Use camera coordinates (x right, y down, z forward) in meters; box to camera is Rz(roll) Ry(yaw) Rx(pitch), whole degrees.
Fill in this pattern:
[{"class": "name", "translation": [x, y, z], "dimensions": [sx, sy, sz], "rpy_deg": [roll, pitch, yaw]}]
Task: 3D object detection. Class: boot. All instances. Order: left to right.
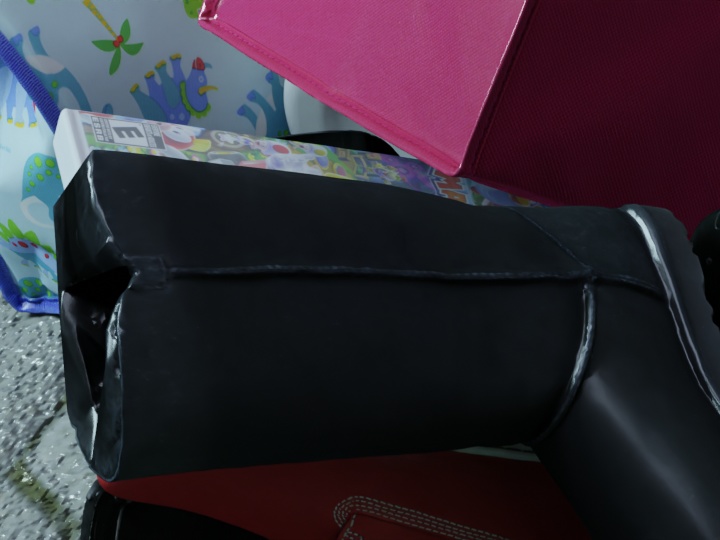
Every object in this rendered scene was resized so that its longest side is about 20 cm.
[{"class": "boot", "translation": [0.011, 0.109, 0.821], "dimensions": [0.199, 0.145, 0.072], "rpy_deg": [8, -13, -15]}, {"class": "boot", "translation": [0.018, 0.045, 0.750], "dimensions": [0.199, 0.066, 0.165], "rpy_deg": [6, 49, -31]}]

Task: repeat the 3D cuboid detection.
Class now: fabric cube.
[{"class": "fabric cube", "translation": [0.096, -0.128, 0.959], "dimensions": [0.196, 0.199, 0.201], "rpy_deg": [37, 107, 54]}]

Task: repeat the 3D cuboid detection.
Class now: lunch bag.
[{"class": "lunch bag", "translation": [-0.108, -0.099, 1.164], "dimensions": [0.127, 0.201, 0.170], "rpy_deg": [11, 45, 39]}]

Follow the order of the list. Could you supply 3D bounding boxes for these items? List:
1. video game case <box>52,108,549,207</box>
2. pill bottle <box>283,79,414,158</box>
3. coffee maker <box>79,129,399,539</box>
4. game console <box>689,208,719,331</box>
[{"class": "video game case", "translation": [0.000, 0.000, 0.918], "dimensions": [0.199, 0.018, 0.143], "rpy_deg": [7, 32, -21]}, {"class": "pill bottle", "translation": [0.053, -0.119, 1.183], "dimensions": [0.112, 0.113, 0.200], "rpy_deg": [0, 39, 29]}, {"class": "coffee maker", "translation": [-0.008, 0.052, 0.981], "dimensions": [0.191, 0.135, 0.200], "rpy_deg": [11, 33, -11]}, {"class": "game console", "translation": [0.193, 0.077, 0.792], "dimensions": [0.116, 0.201, 0.176], "rpy_deg": [5, -7, -33]}]
